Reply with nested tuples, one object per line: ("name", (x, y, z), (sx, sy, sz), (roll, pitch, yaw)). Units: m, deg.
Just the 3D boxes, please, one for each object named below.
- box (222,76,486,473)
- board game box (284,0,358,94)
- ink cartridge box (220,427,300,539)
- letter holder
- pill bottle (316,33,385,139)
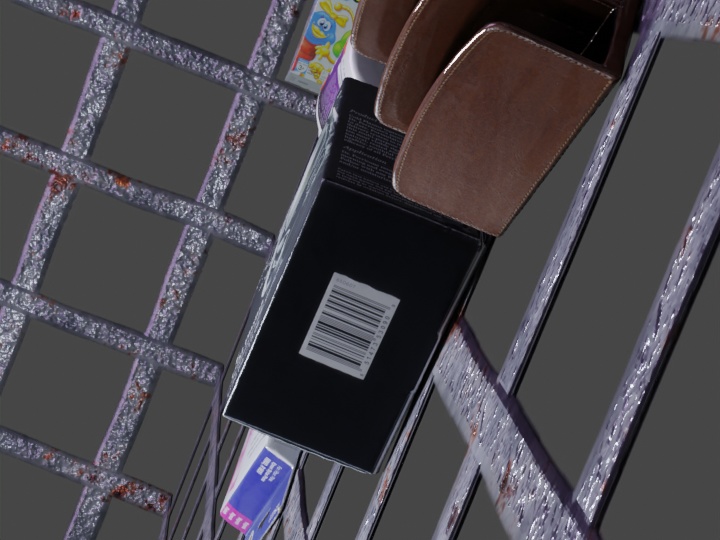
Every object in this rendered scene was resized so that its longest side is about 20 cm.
("box", (0.000, 0.000, 1.403), (0.197, 0.123, 0.201), (-78, 11, -65))
("board game box", (-0.023, -0.352, 2.814), (0.105, 0.103, 0.201), (174, 116, -83))
("ink cartridge box", (-0.090, 0.176, 1.951), (0.197, 0.043, 0.201), (122, 169, -58))
("letter holder", (0.064, -0.129, 1.170), (0.200, 0.141, 0.101), (123, 167, -60))
("pill bottle", (0.022, -0.151, 1.736), (0.200, 0.111, 0.112), (129, 161, -69))
